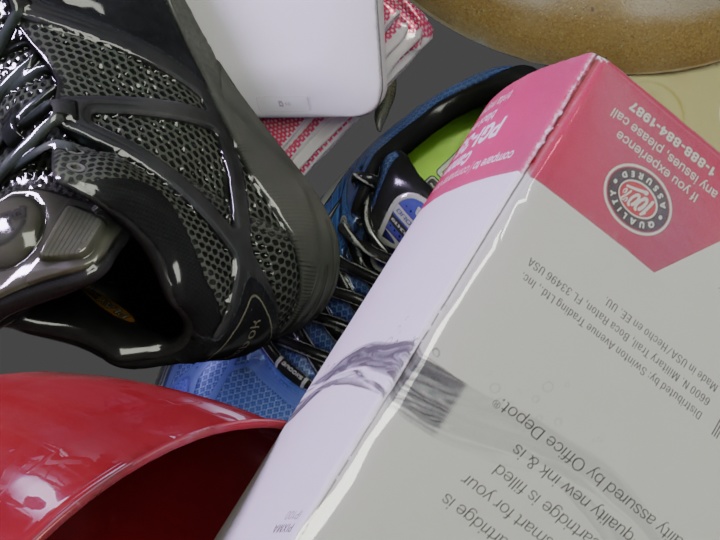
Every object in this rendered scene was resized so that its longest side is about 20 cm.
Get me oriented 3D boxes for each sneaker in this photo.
[{"bbox_3d":[0.000,0.000,0.951,0.078,0.089,0.200,38,72,4],"label":"sneaker"},{"bbox_3d":[-0.099,-0.051,0.877,0.200,0.076,0.114,54,32,6],"label":"sneaker"}]

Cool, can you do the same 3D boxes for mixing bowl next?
[{"bbox_3d":[-0.105,0.107,0.862,0.108,0.201,0.200,34,67,31],"label":"mixing bowl"}]

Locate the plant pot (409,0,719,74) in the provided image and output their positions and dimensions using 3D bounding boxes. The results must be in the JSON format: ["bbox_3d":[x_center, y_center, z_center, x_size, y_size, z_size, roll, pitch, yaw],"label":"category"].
[{"bbox_3d":[0.090,-0.157,1.017,0.199,0.028,0.201,1,56,-1],"label":"plant pot"}]

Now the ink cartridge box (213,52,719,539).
[{"bbox_3d":[0.056,0.063,0.809,0.146,0.083,0.200,38,70,-14],"label":"ink cartridge box"}]

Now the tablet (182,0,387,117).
[{"bbox_3d":[-0.085,-0.115,0.930,0.199,0.014,0.131,1,98,24],"label":"tablet"}]

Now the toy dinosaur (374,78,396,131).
[{"bbox_3d":[-0.035,-0.143,0.981,0.076,0.102,0.201,-5,67,-12],"label":"toy dinosaur"}]

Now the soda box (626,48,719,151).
[{"bbox_3d":[0.176,-0.052,1.013,0.199,0.064,0.068,-16,76,-14],"label":"soda box"}]

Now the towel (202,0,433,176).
[{"bbox_3d":[-0.086,-0.101,0.956,0.200,0.030,0.146,47,112,11],"label":"towel"}]
